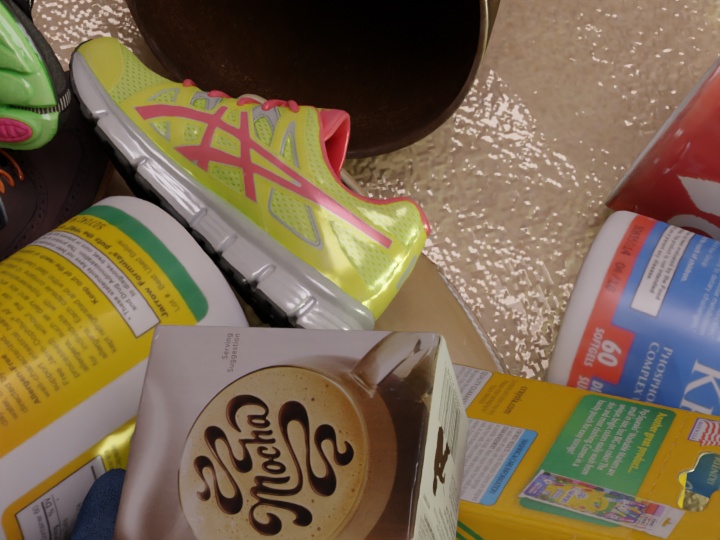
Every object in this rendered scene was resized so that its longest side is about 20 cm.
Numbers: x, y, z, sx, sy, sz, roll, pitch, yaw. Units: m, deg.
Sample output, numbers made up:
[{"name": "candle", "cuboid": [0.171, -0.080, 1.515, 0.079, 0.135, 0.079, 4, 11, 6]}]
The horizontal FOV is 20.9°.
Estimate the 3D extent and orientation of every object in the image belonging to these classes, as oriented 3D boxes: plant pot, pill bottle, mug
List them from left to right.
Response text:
[{"name": "pill bottle", "cuboid": [-0.149, 0.063, 0.806, 0.199, 0.113, 0.113, -35, 76, -29]}, {"name": "plant pot", "cuboid": [0.003, -0.189, 0.967, 0.186, 0.188, 0.201, 28, 43, 1]}, {"name": "pill bottle", "cuboid": [0.189, 0.055, 0.882, 0.198, 0.113, 0.113, 19, 57, 14]}, {"name": "mug", "cuboid": [0.250, -0.037, 0.968, 0.200, 0.134, 0.178, 40, 61, 4]}]

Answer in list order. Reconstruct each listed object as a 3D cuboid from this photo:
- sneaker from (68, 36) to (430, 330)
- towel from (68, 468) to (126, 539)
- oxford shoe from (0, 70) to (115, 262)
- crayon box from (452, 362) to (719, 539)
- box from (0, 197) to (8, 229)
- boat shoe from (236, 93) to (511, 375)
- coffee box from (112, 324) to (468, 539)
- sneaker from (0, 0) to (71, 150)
[{"name": "sneaker", "cuboid": [-0.048, -0.046, 0.861, 0.090, 0.078, 0.200, -45, 69, -7]}, {"name": "towel", "cuboid": [-0.106, 0.179, 0.729, 0.048, 0.112, 0.201, 3, 43, 11]}, {"name": "oxford shoe", "cuboid": [-0.167, -0.027, 0.874, 0.071, 0.073, 0.201, 32, 58, 3]}, {"name": "crayon box", "cuboid": [0.059, 0.092, 0.812, 0.198, 0.052, 0.126, 10, 23, 18]}, {"name": "box", "cuboid": [-0.283, -0.052, 0.783, 0.199, 0.118, 0.197, -37, 61, -15]}, {"name": "boat shoe", "cuboid": [0.000, 0.000, 0.904, 0.200, 0.076, 0.072, 42, 58, 8]}, {"name": "coffee box", "cuboid": [-0.030, 0.127, 0.697, 0.112, 0.080, 0.202, 2, 61, 13]}, {"name": "sneaker", "cuboid": [-0.179, -0.125, 0.896, 0.083, 0.077, 0.200, -11, 40, -34]}]
